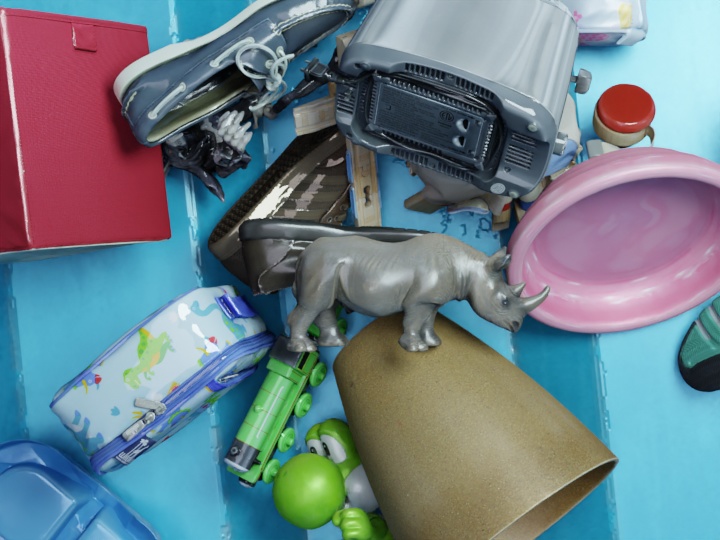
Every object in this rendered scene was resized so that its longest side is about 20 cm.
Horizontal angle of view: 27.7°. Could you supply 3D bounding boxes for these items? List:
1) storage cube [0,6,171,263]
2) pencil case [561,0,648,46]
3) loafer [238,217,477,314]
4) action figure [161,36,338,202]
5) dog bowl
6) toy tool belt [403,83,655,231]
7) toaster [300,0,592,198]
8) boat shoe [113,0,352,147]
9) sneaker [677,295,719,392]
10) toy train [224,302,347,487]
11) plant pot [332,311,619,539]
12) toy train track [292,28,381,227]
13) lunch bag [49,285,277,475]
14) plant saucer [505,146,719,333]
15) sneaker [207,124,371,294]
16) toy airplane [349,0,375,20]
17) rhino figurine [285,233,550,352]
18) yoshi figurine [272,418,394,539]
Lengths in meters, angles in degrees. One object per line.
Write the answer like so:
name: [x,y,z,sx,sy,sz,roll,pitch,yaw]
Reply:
storage cube: [-0.274,-0.099,1.163,0.171,0.200,0.180,-7,89,29]
pencil case: [0.196,-0.281,1.183,0.091,0.083,0.200,4,91,28]
loafer: [0.000,0.000,1.168,0.200,0.073,0.071,5,89,-4]
action figure: [-0.107,-0.140,1.206,0.200,0.102,0.119,-35,72,5]
dog bowl: [-0.248,0.226,1.246,0.200,0.050,0.112,39,94,4]
toy tool belt: [0.134,-0.092,1.189,0.200,0.123,0.125,-6,58,-1]
toaster: [0.069,-0.150,1.088,0.200,0.114,0.129,19,55,8]
boat shoe: [-0.091,-0.159,1.121,0.200,0.075,0.062,-25,67,-7]
sneaker: [0.350,0.033,1.180,0.200,0.087,0.074,-47,50,25]
toy train: [-0.057,0.085,1.206,0.042,0.056,0.200,22,81,27]
plant pot: [0.072,0.128,1.163,0.186,0.186,0.200,-37,72,5]
toy train track: [0.007,-0.094,1.176,0.115,0.033,0.200,-24,126,-27]
lunch bag: [-0.150,0.080,1.160,0.161,0.200,0.082,-39,87,4]
plant saucer: [0.210,-0.028,1.149,0.200,0.201,0.051,-15,50,6]
sneaker: [-0.037,-0.067,1.227,0.200,0.070,0.076,-43,113,1]
toy airplane: [0.020,-0.304,1.143,0.199,0.200,0.141,-29,83,6]
rhino figurine: [0.043,0.016,1.099,0.200,0.060,0.088,-1,94,3]
yoshi figurine: [-0.012,0.225,1.196,0.112,0.112,0.200,-25,85,12]
